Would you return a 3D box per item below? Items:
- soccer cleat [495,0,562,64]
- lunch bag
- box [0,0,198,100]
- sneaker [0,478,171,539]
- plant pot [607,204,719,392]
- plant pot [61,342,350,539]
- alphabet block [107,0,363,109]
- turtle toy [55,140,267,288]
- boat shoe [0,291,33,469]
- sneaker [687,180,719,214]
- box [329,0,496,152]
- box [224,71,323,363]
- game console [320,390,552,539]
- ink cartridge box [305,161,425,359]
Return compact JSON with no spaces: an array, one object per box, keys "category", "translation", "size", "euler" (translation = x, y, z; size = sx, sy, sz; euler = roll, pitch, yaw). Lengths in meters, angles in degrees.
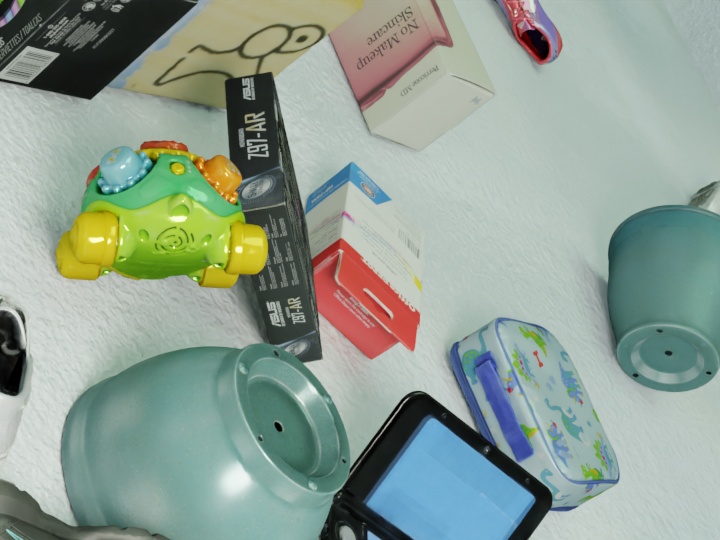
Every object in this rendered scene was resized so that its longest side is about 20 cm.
[{"category":"soccer cleat","translation":[0.252,-0.415,2.360],"size":[0.201,0.066,0.077],"euler":[54,30,-10]},{"category":"lunch bag","translation":[0.180,0.150,1.559],"size":[0.160,0.082,0.201],"euler":[11,50,-57]},{"category":"box","translation":[-0.254,-0.270,1.228],"size":[0.124,0.148,0.201],"euler":[6,55,-55]},{"category":"sneaker","translation":[-0.185,0.193,0.917],"size":[0.199,0.075,0.080],"euler":[25,48,-32]},{"category":"plant pot","translation":[0.416,0.051,1.974],"size":[0.200,0.199,0.189],"euler":[42,44,-25]},{"category":"plant pot","translation":[-0.092,0.134,1.055],"size":[0.200,0.134,0.201],"euler":[40,31,-29]},{"category":"alphabet block","translation":[-0.150,-0.286,1.377],"size":[0.199,0.195,0.198],"euler":[3,59,-59]},{"category":"turtle toy","translation":[-0.156,-0.042,1.132],"size":[0.145,0.200,0.102],"euler":[4,81,-19]},{"category":"boat shoe","translation":[-0.235,0.050,0.935],"size":[0.072,0.069,0.200],"euler":[29,17,-16]},{"category":"sneaker","translation":[0.630,-0.097,2.624],"size":[0.100,0.078,0.200],"euler":[59,27,-1]},{"category":"box","translation":[0.052,-0.265,1.769],"size":[0.109,0.128,0.201],"euler":[14,47,-53]},{"category":"box","translation":[-0.073,-0.042,1.275],"size":[0.201,0.043,0.161],"euler":[79,2,-48]},{"category":"game console","translation":[0.071,0.234,1.238],"size":[0.200,0.116,0.177],"euler":[39,30,-30]},{"category":"ink cartridge box","translation":[0.000,0.000,1.441],"size":[0.116,0.067,0.201],"euler":[43,28,-23]}]
